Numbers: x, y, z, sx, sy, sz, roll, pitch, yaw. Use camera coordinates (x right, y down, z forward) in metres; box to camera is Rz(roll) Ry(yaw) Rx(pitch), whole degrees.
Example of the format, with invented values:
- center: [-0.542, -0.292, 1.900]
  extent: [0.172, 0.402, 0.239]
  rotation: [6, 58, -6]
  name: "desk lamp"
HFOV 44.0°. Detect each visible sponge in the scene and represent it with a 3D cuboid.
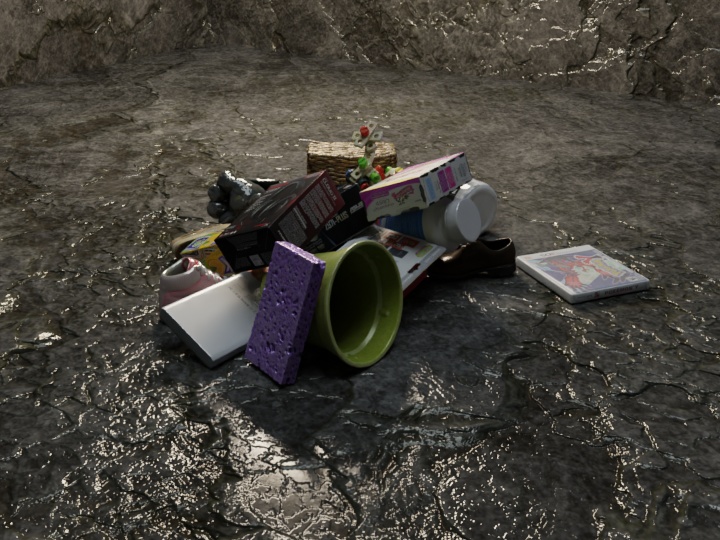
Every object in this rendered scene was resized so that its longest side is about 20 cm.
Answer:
- center: [-0.119, 0.064, 1.390]
  extent: [0.030, 0.202, 0.111]
  rotation: [5, 16, -41]
  name: "sponge"

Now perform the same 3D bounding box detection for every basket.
- center: [-0.019, -0.191, 1.917]
  extent: [0.198, 0.150, 0.143]
  rotation: [1, 20, -3]
  name: "basket"

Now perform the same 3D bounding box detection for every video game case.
- center: [0.435, 0.003, 1.761]
  extent: [0.181, 0.023, 0.200]
  rotation: [-9, 26, -21]
  name: "video game case"

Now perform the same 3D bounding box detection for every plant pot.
- center: [-0.060, 0.048, 1.470]
  extent: [0.183, 0.202, 0.200]
  rotation: [4, 21, 38]
  name: "plant pot"

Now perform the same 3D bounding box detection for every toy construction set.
- center: [0.038, -0.194, 1.780]
  extent: [0.131, 0.200, 0.092]
  rotation: [-41, 40, -8]
  name: "toy construction set"

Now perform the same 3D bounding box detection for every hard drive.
- center: [-0.222, 0.078, 1.508]
  extent: [0.132, 0.027, 0.199]
  rotation: [41, 39, 19]
  name: "hard drive"

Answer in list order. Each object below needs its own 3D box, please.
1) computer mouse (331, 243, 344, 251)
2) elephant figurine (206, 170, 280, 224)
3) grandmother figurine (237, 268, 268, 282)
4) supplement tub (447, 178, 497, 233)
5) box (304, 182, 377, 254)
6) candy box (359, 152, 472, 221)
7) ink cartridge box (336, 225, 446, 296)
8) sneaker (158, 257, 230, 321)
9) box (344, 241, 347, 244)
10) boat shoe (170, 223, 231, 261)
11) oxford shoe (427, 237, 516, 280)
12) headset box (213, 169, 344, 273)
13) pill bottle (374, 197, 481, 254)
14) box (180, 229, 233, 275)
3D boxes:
- center: [0.000, 0.000, 1.757]
  extent: [0.058, 0.034, 0.200]
  rotation: [-21, 38, -32]
  name: "computer mouse"
- center: [-0.237, -0.160, 2.005]
  extent: [0.155, 0.142, 0.199]
  rotation: [48, 27, 22]
  name: "elephant figurine"
- center: [-0.191, -0.023, 1.764]
  extent: [0.120, 0.061, 0.200]
  rotation: [8, 26, -5]
  name: "grandmother figurine"
- center: [0.200, -0.160, 2.004]
  extent: [0.122, 0.124, 0.199]
  rotation: [-16, 30, -34]
  name: "supplement tub"
- center: [-0.073, -0.094, 1.747]
  extent: [0.163, 0.087, 0.200]
  rotation: [-31, 9, -7]
  name: "box"
- center: [0.107, -0.159, 1.678]
  extent: [0.135, 0.062, 0.200]
  rotation: [-12, 13, 34]
  name: "candy box"
- center: [0.039, 0.011, 1.628]
  extent: [0.174, 0.085, 0.200]
  rotation: [18, 36, 28]
  name: "ink cartridge box"
- center: [-0.267, 0.023, 1.595]
  extent: [0.199, 0.106, 0.075]
  rotation: [-11, 21, -26]
  name: "sneaker"
- center: [-0.012, -0.102, 1.963]
  extent: [0.158, 0.045, 0.200]
  rotation: [0, 23, 0]
  name: "box"
- center: [-0.292, -0.067, 1.841]
  extent: [0.198, 0.072, 0.064]
  rotation: [-11, 27, -23]
  name: "boat shoe"
- center: [0.208, -0.032, 1.757]
  extent: [0.198, 0.085, 0.073]
  rotation: [-9, 29, -8]
  name: "oxford shoe"
- center: [-0.133, -0.090, 1.542]
  extent: [0.148, 0.078, 0.200]
  rotation: [-9, 31, 43]
  name: "headset box"
- center: [0.128, -0.082, 1.720]
  extent: [0.199, 0.113, 0.112]
  rotation: [-10, 12, 42]
  name: "pill bottle"
- center: [-0.240, -0.039, 1.683]
  extent: [0.199, 0.070, 0.064]
  rotation: [-13, 27, 33]
  name: "box"
